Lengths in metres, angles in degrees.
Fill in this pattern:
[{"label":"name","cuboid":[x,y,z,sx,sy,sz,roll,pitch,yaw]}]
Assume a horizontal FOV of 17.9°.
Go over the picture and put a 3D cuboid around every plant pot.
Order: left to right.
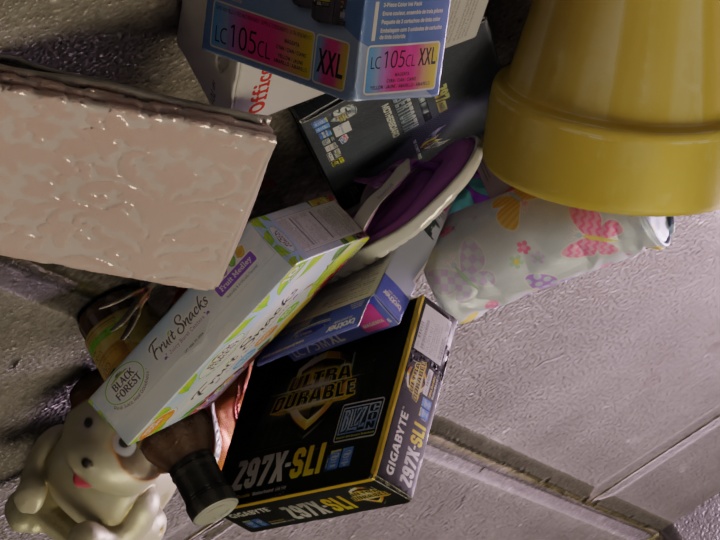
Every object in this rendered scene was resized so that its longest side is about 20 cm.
[{"label":"plant pot","cuboid":[0.198,-0.161,1.688,0.201,0.201,0.189,-13,117,-39]}]

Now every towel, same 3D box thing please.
[{"label":"towel","cuboid":[-0.171,-0.060,1.534,0.200,0.032,0.191,11,143,-12]}]

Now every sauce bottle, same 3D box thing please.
[{"label":"sauce bottle","cuboid":[-0.158,0.109,1.824,0.065,0.200,0.065,-26,156,-12]}]

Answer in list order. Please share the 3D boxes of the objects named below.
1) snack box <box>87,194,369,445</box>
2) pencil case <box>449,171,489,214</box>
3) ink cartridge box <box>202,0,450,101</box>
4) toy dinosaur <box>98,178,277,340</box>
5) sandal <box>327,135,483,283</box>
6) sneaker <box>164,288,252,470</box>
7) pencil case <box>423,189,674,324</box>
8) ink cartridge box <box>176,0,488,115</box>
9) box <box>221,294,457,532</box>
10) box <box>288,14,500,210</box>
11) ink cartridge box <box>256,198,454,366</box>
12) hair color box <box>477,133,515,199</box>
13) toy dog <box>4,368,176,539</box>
[{"label":"snack box","cuboid":[-0.097,0.035,1.710,0.200,0.053,0.142,-47,169,23]},{"label":"pencil case","cuboid":[0.100,-0.054,1.968,0.200,0.085,0.093,-10,112,-42]},{"label":"ink cartridge box","cuboid":[-0.013,-0.211,1.324,0.076,0.136,0.200,-8,112,-45]},{"label":"toy dinosaur","cuboid":[-0.167,-0.046,1.694,0.200,0.105,0.182,-60,157,-21]},{"label":"sandal","cuboid":[0.007,-0.046,1.764,0.203,0.082,0.050,-35,116,24]},{"label":"sneaker","cuboid":[-0.121,0.075,1.898,0.077,0.073,0.200,-17,121,-62]},{"label":"pencil case","cuboid":[0.146,-0.024,1.816,0.200,0.083,0.091,-23,120,22]},{"label":"ink cartridge box","cuboid":[-0.012,-0.191,1.507,0.200,0.086,0.146,-21,157,-21]},{"label":"box","cuboid":[-0.022,0.115,1.804,0.049,0.160,0.200,32,149,-32]},{"label":"box","cuboid":[0.028,-0.132,1.740,0.158,0.051,0.200,-30,161,-2]},{"label":"ink cartridge box","cuboid":[0.000,0.000,1.812,0.119,0.042,0.200,-22,-151,40]},{"label":"hair color box","cuboid":[0.185,-0.133,1.867,0.200,0.102,0.061,-38,135,18]},{"label":"toy dog","cuboid":[-0.209,0.171,1.990,0.194,0.140,0.200,-36,163,-24]}]
